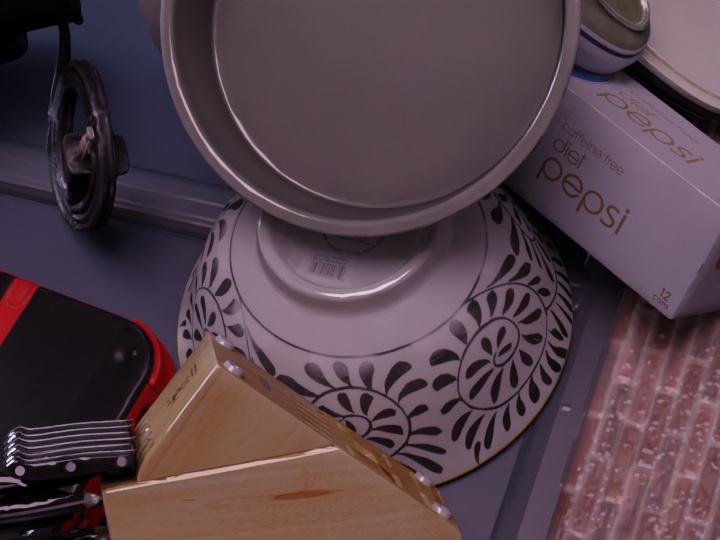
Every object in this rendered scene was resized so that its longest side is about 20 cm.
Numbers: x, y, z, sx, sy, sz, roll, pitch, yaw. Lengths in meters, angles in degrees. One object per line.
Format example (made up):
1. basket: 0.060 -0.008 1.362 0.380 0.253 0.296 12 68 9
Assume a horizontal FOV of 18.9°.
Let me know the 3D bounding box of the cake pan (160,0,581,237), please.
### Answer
1. cake pan: 0.007 -0.115 0.991 0.200 0.037 0.201 -1 88 18

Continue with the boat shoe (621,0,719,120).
1. boat shoe: 0.126 -0.145 1.134 0.200 0.062 0.075 42 58 13

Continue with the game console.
1. game console: -0.204 0.089 1.066 0.176 0.031 0.200 18 62 23

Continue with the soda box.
1. soda box: 0.113 -0.062 1.071 0.200 0.064 0.068 41 29 28

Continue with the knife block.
1. knife block: -0.078 0.128 0.977 0.200 0.064 0.176 35 96 -13

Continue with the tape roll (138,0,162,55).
1. tape roll: -0.042 -0.214 1.122 0.139 0.203 0.203 -5 58 6

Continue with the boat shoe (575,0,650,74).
1. boat shoe: 0.085 -0.179 1.027 0.062 0.200 0.072 -20 29 41

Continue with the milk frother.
1. milk frother: -0.230 -0.108 1.100 0.188 0.181 0.200 -17 51 -6

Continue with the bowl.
1. bowl: 0.000 0.000 1.048 0.200 0.094 0.201 -4 57 7
